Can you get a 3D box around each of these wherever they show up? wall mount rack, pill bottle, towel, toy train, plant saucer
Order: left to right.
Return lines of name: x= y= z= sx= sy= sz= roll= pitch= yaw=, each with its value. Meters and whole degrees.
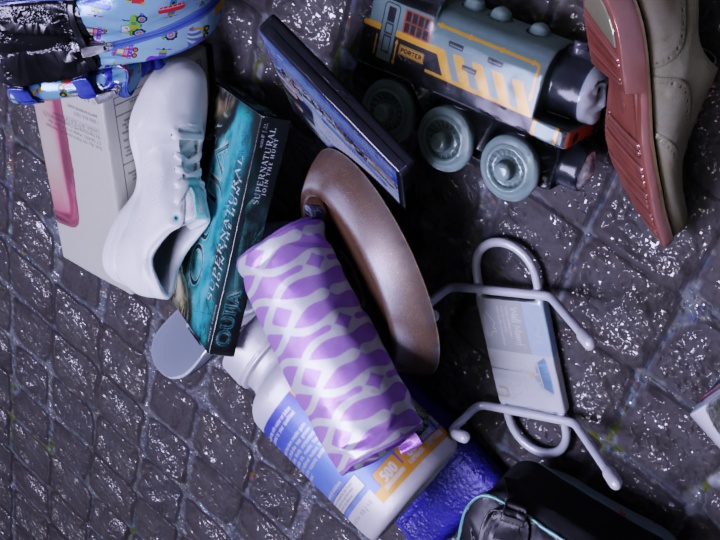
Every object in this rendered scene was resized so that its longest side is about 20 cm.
pill bottle: x=-0.022 y=0.120 z=0.971 sx=0.200 sy=0.112 sz=0.113 roll=43 pitch=138 yaw=11
plant saucer: x=0.000 y=0.000 z=0.924 sx=0.201 sy=0.032 sz=0.202 roll=55 pitch=161 yaw=29
towel: x=0.030 y=0.161 z=1.052 sx=0.200 sy=0.049 sz=0.148 roll=45 pitch=139 yaw=11
toy train: x=0.081 y=-0.130 z=0.792 sx=0.198 sy=0.085 sz=0.116 roll=29 pitch=123 yaw=27
wall mount rack: x=0.133 y=0.082 z=0.880 sx=0.172 sy=0.074 sz=0.203 roll=6 pitch=121 yaw=43

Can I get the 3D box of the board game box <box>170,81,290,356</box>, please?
board game box: x=-0.117 y=-0.047 z=0.968 sx=0.135 sy=0.028 sz=0.204 roll=39 pitch=118 yaw=59

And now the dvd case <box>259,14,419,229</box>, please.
dvd case: x=-0.010 y=-0.103 z=0.847 sx=0.143 sy=0.018 sz=0.200 roll=46 pitch=177 yaw=8

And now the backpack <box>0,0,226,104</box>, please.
backpack: x=-0.191 y=-0.227 z=0.907 sx=0.196 sy=0.184 sz=0.136 roll=-5 pitch=132 yaw=7

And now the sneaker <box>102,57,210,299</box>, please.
sneaker: x=-0.154 y=-0.074 z=0.960 sx=0.088 sy=0.074 sz=0.204 roll=25 pitch=105 yaw=42

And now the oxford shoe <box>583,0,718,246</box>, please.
oxford shoe: x=0.194 y=-0.100 z=0.710 sx=0.071 sy=0.073 sz=0.202 roll=-115 pitch=3 yaw=-47

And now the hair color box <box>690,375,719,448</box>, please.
hair color box: x=0.326 y=0.135 z=0.746 sx=0.201 sy=0.060 sz=0.099 roll=49 pitch=139 yaw=8

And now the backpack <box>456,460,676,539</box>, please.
backpack: x=0.158 y=0.275 z=0.920 sx=0.174 sy=0.152 sz=0.203 roll=25 pitch=111 yaw=28

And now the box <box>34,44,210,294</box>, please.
box: x=-0.211 y=-0.106 z=1.044 sx=0.108 sy=0.127 sz=0.203 roll=23 pitch=130 yaw=32

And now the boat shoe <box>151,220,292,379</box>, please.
boat shoe: x=-0.109 y=0.028 z=1.081 sx=0.202 sy=0.086 sz=0.075 roll=-46 pitch=77 yaw=19

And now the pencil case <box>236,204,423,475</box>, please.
pencil case: x=-0.024 y=0.057 z=0.883 sx=0.083 sy=0.085 sz=0.203 roll=-29 pitch=79 yaw=20
